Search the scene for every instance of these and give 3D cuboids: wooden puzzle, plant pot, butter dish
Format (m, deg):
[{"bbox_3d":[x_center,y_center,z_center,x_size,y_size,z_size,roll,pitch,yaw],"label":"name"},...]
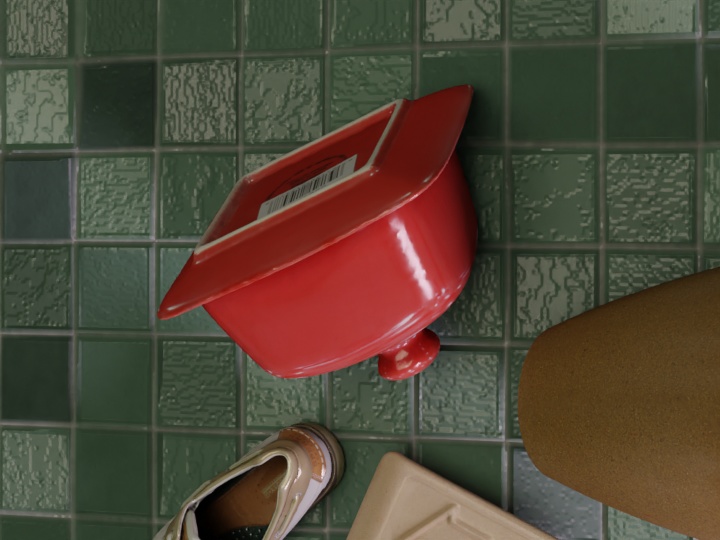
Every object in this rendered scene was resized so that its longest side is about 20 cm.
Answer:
[{"bbox_3d":[0.066,0.237,1.491,0.199,0.046,0.186,28,101,24],"label":"wooden puzzle"},{"bbox_3d":[0.198,0.077,1.374,0.199,0.186,0.188,0,91,35],"label":"plant pot"},{"bbox_3d":[0.000,0.000,1.456,0.199,0.200,0.148,-25,106,20],"label":"butter dish"}]

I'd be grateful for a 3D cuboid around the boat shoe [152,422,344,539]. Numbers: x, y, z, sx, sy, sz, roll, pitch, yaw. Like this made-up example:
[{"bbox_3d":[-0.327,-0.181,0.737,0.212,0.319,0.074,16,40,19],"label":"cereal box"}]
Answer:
[{"bbox_3d":[-0.097,0.176,1.539,0.075,0.068,0.200,44,106,15],"label":"boat shoe"}]
